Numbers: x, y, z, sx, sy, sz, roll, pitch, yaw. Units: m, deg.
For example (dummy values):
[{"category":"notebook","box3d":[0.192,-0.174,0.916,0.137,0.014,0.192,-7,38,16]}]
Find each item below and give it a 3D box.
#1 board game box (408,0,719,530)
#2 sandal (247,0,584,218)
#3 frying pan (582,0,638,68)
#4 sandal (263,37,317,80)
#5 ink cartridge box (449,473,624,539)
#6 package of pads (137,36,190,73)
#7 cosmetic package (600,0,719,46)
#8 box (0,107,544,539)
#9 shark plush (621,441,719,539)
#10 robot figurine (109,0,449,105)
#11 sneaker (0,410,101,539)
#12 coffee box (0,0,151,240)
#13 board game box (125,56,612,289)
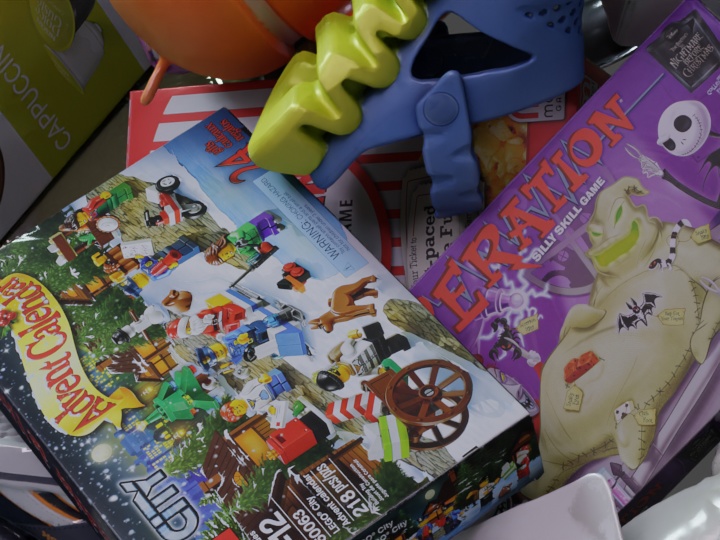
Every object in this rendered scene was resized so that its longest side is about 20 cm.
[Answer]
[{"category":"board game box","box3d":[0.091,0.014,0.886,0.200,0.032,0.120,-47,60,11]},{"category":"sandal","box3d":[0.049,-0.095,0.890,0.200,0.087,0.080,-48,14,23]},{"category":"frying pan","box3d":[0.108,-0.102,1.001,0.115,0.031,0.190,-28,22,34]},{"category":"sandal","box3d":[-0.007,-0.062,1.054,0.081,0.055,0.201,-18,50,15]},{"category":"ink cartridge box","box3d":[0.040,0.171,0.788,0.116,0.067,0.201,-29,60,34]},{"category":"package of pads","box3d":[-0.045,-0.175,1.115,0.120,0.076,0.200,-17,33,10]},{"category":"cosmetic package","box3d":[0.189,-0.146,0.940,0.199,0.085,0.108,2,46,-13]},{"category":"box","box3d":[-0.048,0.040,0.881,0.136,0.038,0.200,-33,50,-15]},{"category":"shark plush","box3d":[0.111,0.129,0.834,0.200,0.083,0.091,-38,12,4]},{"category":"robot figurine","box3d":[-0.027,-0.155,0.959,0.200,0.144,0.117,-37,25,8]},{"category":"sneaker","box3d":[-0.096,0.091,0.942,0.199,0.080,0.078,10,21,20]},{"category":"coffee box","box3d":[-0.246,-0.128,1.127,0.199,0.200,0.198,28,72,38]},{"category":"board game box","box3d":[0.000,0.000,0.974,0.199,0.046,0.153,-3,78,25]}]
